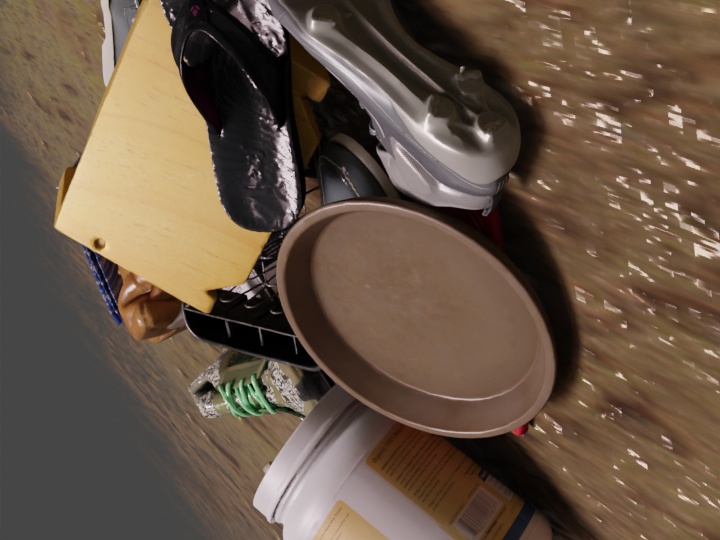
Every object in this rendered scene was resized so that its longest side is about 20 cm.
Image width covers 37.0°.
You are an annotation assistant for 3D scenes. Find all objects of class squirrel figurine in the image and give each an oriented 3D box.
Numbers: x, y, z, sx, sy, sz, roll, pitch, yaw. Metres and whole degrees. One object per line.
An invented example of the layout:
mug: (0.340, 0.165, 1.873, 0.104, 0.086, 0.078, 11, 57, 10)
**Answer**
squirrel figurine: (-0.220, -0.030, 1.128, 0.189, 0.140, 0.200, 62, 156, 5)

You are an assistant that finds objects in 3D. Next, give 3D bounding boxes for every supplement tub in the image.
supplement tub: (0.031, 0.193, 0.825, 0.199, 0.145, 0.145, 37, 154, 12)

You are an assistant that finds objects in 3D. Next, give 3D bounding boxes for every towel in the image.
towel: (-0.263, -0.056, 1.201, 0.023, 0.146, 0.202, 4, 133, 20)

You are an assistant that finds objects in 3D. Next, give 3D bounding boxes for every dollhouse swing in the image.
dollhouse swing: (-0.116, -0.120, 0.792, 0.180, 0.176, 0.201, 29, 118, -4)

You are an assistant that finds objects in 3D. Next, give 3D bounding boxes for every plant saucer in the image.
plant saucer: (0.037, 0.030, 0.700, 0.198, 0.030, 0.202, 19, 138, 18)

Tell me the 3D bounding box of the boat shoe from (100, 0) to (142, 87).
boat shoe: (-0.182, -0.225, 0.907, 0.061, 0.074, 0.201, 12, 146, -5)

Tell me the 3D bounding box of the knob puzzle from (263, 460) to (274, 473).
knob puzzle: (-0.006, 0.271, 1.069, 0.220, 0.030, 0.220, 45, -170, -10)

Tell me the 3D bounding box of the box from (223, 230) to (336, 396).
box: (-0.044, 0.061, 0.968, 0.201, 0.060, 0.117, 57, 158, 2)

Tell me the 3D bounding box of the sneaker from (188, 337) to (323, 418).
sneaker: (-0.094, 0.107, 0.935, 0.078, 0.088, 0.199, 61, 157, -11)

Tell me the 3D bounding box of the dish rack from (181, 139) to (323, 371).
dish rack: (-0.084, -0.032, 0.847, 0.152, 0.054, 0.203, 10, 119, 34)

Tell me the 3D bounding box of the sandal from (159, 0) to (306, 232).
sandal: (-0.076, -0.113, 0.659, 0.048, 0.074, 0.203, -67, -34, -61)

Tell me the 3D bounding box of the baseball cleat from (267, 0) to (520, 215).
baseball cleat: (0.007, -0.107, 0.622, 0.200, 0.069, 0.107, 49, 157, 21)

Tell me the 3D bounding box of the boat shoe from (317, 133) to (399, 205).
boat shoe: (0.000, 0.000, 0.770, 0.073, 0.061, 0.202, 32, 147, 45)

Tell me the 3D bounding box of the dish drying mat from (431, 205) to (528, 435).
dish drying mat: (0.075, 0.025, 0.724, 0.077, 0.018, 0.202, 36, 150, 44)
